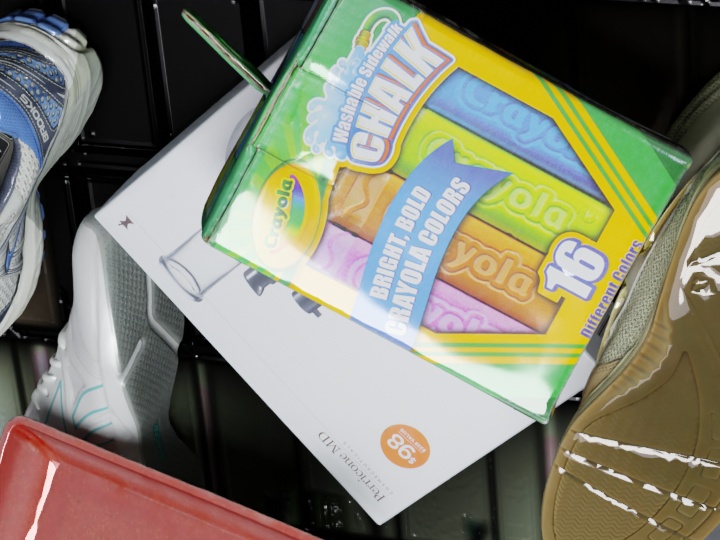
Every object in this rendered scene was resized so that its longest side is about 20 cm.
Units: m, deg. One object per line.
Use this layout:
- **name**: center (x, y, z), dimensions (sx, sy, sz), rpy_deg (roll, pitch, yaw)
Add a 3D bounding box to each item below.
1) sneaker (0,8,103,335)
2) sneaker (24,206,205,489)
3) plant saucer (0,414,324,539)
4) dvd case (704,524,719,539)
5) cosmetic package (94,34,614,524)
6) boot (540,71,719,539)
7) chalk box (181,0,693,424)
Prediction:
- **sneaker**: center (-0.190, -0.028, 1.171), dimensions (0.077, 0.085, 0.200), rpy_deg (27, 125, 7)
- **sneaker**: center (-0.128, 0.060, 1.204), dimensions (0.080, 0.070, 0.200), rpy_deg (10, 121, 22)
- **plant saucer**: center (-0.106, 0.191, 1.150), dimensions (0.200, 0.037, 0.200), rpy_deg (19, 94, 30)
- **dvd case**: center (0.223, 0.103, 1.051), dimensions (0.200, 0.149, 0.016), rpy_deg (36, 170, 2)
- **cosmetic package**: center (0.000, 0.000, 1.129), dimensions (0.200, 0.052, 0.151), rpy_deg (47, 126, -7)
- **boot**: center (0.134, 0.016, 1.015), dimensions (0.072, 0.155, 0.200), rpy_deg (20, 116, -1)
- **chalk box**: center (0.011, -0.045, 1.004), dimensions (0.200, 0.125, 0.124), rpy_deg (28, 96, -5)
